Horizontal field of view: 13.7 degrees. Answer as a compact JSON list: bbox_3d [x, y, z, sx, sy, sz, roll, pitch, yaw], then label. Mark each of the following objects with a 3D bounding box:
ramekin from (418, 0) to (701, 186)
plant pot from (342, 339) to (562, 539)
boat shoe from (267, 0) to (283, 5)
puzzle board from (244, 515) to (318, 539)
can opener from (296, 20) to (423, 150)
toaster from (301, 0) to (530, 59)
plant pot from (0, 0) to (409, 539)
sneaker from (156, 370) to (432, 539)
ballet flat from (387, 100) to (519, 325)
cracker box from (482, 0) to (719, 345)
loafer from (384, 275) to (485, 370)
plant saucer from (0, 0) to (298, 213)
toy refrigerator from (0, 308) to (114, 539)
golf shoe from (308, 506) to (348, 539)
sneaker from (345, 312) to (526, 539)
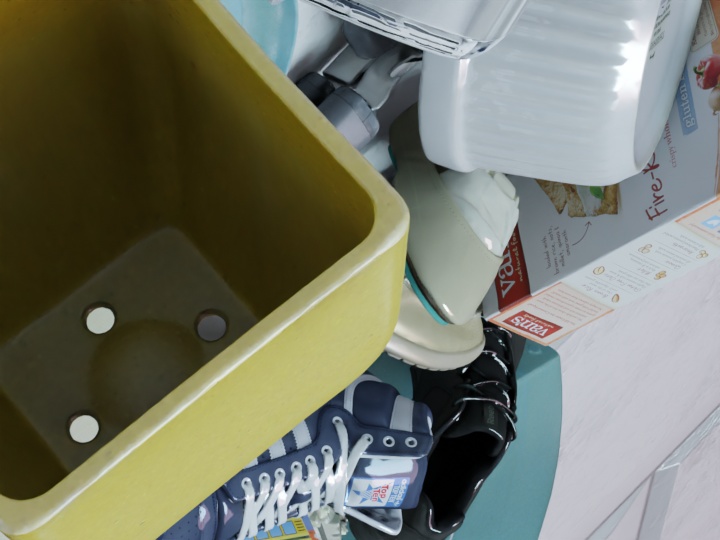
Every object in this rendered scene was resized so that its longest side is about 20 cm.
[{"bbox_3d":[0.108,-0.137,1.482,0.200,0.104,0.201,15,90,-77],"label":"ramekin"},{"bbox_3d":[0.038,0.120,1.844,0.141,0.141,0.201,-26,143,-50],"label":"plant pot"},{"bbox_3d":[0.016,-0.196,1.336,0.200,0.065,0.074,-38,180,-32],"label":"boat shoe"},{"bbox_3d":[-0.102,0.150,1.474,0.199,0.151,0.017,-8,149,-34],"label":"puzzle board"},{"bbox_3d":[-0.025,-0.087,1.488,0.200,0.053,0.067,-45,127,-15],"label":"can opener"},{"bbox_3d":[0.022,-0.175,1.218,0.114,0.199,0.129,-79,-166,-49],"label":"toaster"},{"bbox_3d":[-0.103,0.010,1.217,0.194,0.196,0.200,-38,159,-10],"label":"plant pot"},{"bbox_3d":[-0.036,0.106,1.474,0.200,0.108,0.070,-47,161,-48],"label":"sneaker"},{"bbox_3d":[0.050,-0.042,1.564,0.070,0.069,0.200,-59,-162,23],"label":"ballet flat"},{"bbox_3d":[0.147,-0.062,1.594,0.200,0.135,0.058,-30,143,35],"label":"cracker box"},{"bbox_3d":[0.000,0.000,1.569,0.199,0.076,0.069,18,99,-45],"label":"loafer"},{"bbox_3d":[-0.105,-0.064,1.363,0.200,0.027,0.200,-43,158,-22],"label":"plant saucer"},{"bbox_3d":[-0.167,0.089,1.403,0.200,0.070,0.076,-40,179,-21],"label":"toy refrigerator"},{"bbox_3d":[-0.059,0.108,1.661,0.200,0.097,0.079,79,16,-69],"label":"golf shoe"},{"bbox_3d":[0.062,0.070,1.691,0.091,0.076,0.201,-16,-126,63],"label":"sneaker"}]
